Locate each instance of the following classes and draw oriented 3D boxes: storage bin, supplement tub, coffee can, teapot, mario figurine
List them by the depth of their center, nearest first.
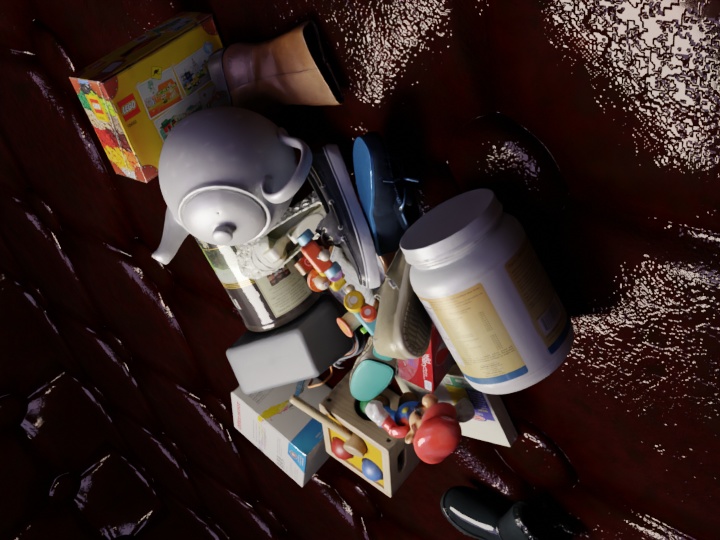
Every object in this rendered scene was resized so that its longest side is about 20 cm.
[{"bbox_3d":[0.145,0.024,0.895,0.144,0.144,0.202,-7,120,53],"label":"supplement tub"},{"bbox_3d":[-0.169,-0.102,1.002,0.194,0.148,0.201,4,143,-9],"label":"teapot"},{"bbox_3d":[0.088,0.208,1.155,0.106,0.123,0.199,53,163,-16],"label":"mario figurine"},{"bbox_3d":[-0.164,-0.028,1.221,0.145,0.146,0.202,2,127,50],"label":"coffee can"},{"bbox_3d":[-0.111,0.132,1.255,0.198,0.134,0.147,-18,101,30],"label":"storage bin"}]

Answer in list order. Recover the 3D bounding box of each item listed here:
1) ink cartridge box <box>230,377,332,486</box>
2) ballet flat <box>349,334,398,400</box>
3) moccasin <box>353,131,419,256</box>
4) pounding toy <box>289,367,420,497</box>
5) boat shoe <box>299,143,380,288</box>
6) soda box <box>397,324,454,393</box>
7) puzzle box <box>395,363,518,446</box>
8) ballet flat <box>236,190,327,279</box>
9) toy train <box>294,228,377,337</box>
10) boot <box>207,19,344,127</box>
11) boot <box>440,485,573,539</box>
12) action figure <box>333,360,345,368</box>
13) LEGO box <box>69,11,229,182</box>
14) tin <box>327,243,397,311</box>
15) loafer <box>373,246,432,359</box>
[{"bbox_3d":[-0.139,0.289,1.541,0.199,0.145,0.148,36,147,18],"label":"ink cartridge box"},{"bbox_3d":[0.035,0.124,1.211,0.067,0.076,0.201,20,135,-1],"label":"ballet flat"},{"bbox_3d":[0.033,-0.102,0.970,0.201,0.067,0.081,81,169,-58],"label":"moccasin"},{"bbox_3d":[-0.004,0.280,1.366,0.183,0.142,0.202,28,144,28],"label":"pounding toy"},{"bbox_3d":[-0.030,-0.067,1.014,0.070,0.065,0.203,111,141,-82],"label":"boat shoe"},{"bbox_3d":[0.091,0.078,1.093,0.063,0.070,0.202,23,142,27],"label":"soda box"},{"bbox_3d":[0.142,0.201,1.211,0.198,0.025,0.134,3,127,50],"label":"puzzle box"},{"bbox_3d":[-0.104,-0.050,1.095,0.199,0.072,0.072,-38,97,16],"label":"ballet flat"},{"bbox_3d":[-0.032,0.032,1.063,0.201,0.055,0.150,51,177,-14],"label":"toy train"},{"bbox_3d":[-0.092,-0.222,1.022,0.198,0.068,0.191,2,120,41],"label":"boot"},{"bbox_3d":[0.235,0.400,1.262,0.199,0.077,0.169,32,150,12],"label":"boot"},{"bbox_3d":[-0.103,0.106,1.367,0.200,0.069,0.130,42,131,1],"label":"action figure"},{"bbox_3d":[-0.269,-0.241,1.062,0.076,0.200,0.150,17,138,38],"label":"LEGO box"},{"bbox_3d":[0.000,0.000,1.155,0.111,0.042,0.201,37,147,10],"label":"tin"},{"bbox_3d":[0.055,0.026,0.958,0.068,0.202,0.076,-20,125,33],"label":"loafer"}]
